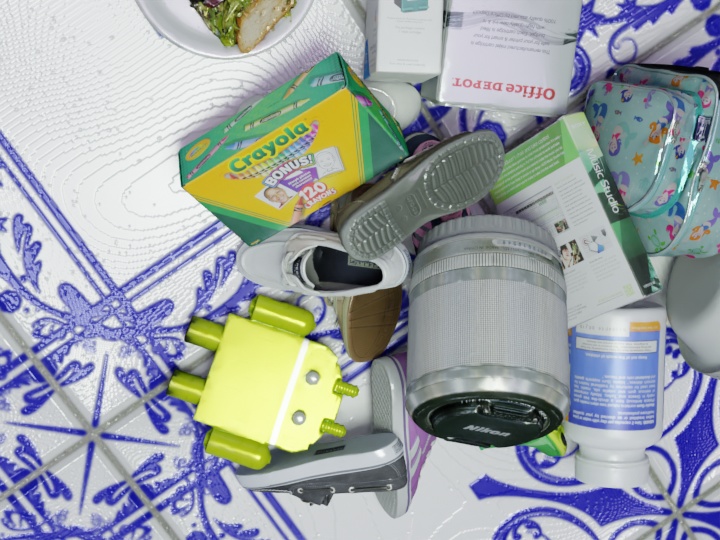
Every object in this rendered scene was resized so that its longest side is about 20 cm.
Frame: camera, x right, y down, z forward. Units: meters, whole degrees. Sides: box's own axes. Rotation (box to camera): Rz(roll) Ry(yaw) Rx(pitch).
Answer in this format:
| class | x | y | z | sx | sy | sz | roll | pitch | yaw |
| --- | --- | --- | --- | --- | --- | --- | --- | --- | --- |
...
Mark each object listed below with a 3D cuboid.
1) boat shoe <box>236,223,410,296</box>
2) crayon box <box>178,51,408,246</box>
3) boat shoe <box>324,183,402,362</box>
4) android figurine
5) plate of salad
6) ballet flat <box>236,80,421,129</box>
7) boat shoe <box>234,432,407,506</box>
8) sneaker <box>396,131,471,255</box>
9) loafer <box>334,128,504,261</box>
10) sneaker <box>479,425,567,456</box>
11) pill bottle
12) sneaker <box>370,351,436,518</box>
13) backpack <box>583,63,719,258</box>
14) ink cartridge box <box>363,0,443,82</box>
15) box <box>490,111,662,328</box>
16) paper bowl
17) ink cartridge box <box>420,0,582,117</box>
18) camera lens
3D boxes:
| class | x | y | z | sx | sy | sz | roll | pitch | yaw |
| --- | --- | --- | --- | --- | --- | --- | --- | --- | --- |
| boat shoe | -0.050 | -0.010 | 1.214 | 0.200 | 0.065 | 0.074 | -2 | 101 | 26 |
| crayon box | -0.068 | -0.118 | 1.182 | 0.200 | 0.058 | 0.119 | -29 | 136 | 18 |
| boat shoe | 0.000 | 0.000 | 1.280 | 0.073 | 0.063 | 0.200 | -8 | 108 | -35 |
| android figurine | -0.103 | 0.123 | 1.274 | 0.200 | 0.041 | 0.182 | 21 | 87 | -3 |
| plate of salad | -0.137 | -0.314 | 1.188 | 0.200 | 0.048 | 0.200 | -2 | 103 | -9 |
| ballet flat | -0.029 | -0.162 | 1.230 | 0.200 | 0.069 | 0.070 | -6 | 103 | -9 |
| boat shoe | -0.041 | 0.226 | 1.283 | 0.200 | 0.070 | 0.066 | -14 | 103 | 18 |
| sneaker | 0.090 | -0.049 | 1.266 | 0.070 | 0.082 | 0.200 | -24 | 106 | -7 |
| loafer | 0.054 | -0.086 | 1.177 | 0.200 | 0.070 | 0.075 | -30 | 121 | -16 |
| sneaker | 0.163 | 0.163 | 1.317 | 0.084 | 0.074 | 0.200 | -30 | 139 | 28 |
| pill bottle | 0.283 | 0.135 | 1.314 | 0.112 | 0.112 | 0.200 | 1 | 95 | -10 |
| sneaker | 0.072 | 0.183 | 1.322 | 0.114 | 0.073 | 0.201 | -10 | 117 | -27 |
| backpack | 0.320 | -0.112 | 1.238 | 0.150 | 0.178 | 0.200 | -4 | 107 | -26 |
| ink cartridge box | 0.044 | -0.294 | 1.181 | 0.067 | 0.116 | 0.200 | 1 | 95 | -6 |
| box | 0.217 | -0.046 | 1.230 | 0.036 | 0.144 | 0.200 | -20 | 84 | -36 |
| paper bowl | 0.409 | 0.020 | 1.274 | 0.104 | 0.201 | 0.201 | 19 | 99 | -14 |
| ink cartridge box | 0.149 | -0.267 | 1.228 | 0.146 | 0.083 | 0.200 | 5 | 100 | -11 |
| camera lens | 0.126 | 0.065 | 1.170 | 0.160 | 0.160 | 0.200 | 9 | 63 | -12 |
